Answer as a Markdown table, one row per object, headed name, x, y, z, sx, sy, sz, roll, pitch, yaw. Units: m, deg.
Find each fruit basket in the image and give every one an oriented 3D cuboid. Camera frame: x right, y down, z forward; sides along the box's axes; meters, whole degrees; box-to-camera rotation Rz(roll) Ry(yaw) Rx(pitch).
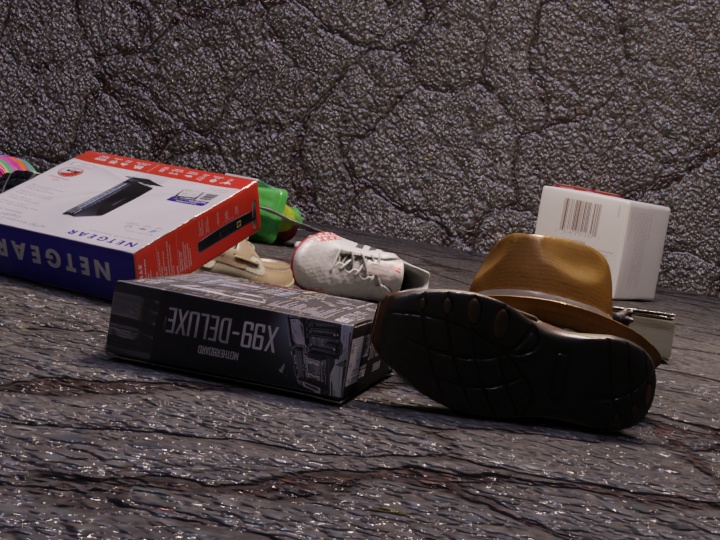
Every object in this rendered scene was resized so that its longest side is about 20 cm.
| name | x | y | z | sx | sy | sz | roll | pitch | yaw |
| --- | --- | --- | --- | --- | --- | --- | --- | --- | --- |
| fruit basket | -0.152 | -0.093 | 2.513 | 0.184 | 0.095 | 0.199 | 13 | 1 | 38 |

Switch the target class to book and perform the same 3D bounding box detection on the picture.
| name | x | y | z | sx | sy | sz | roll | pitch | yaw |
| --- | --- | --- | --- | --- | --- | --- | --- | --- | --- |
| book | 0.229 | 0.056 | 1.671 | 0.197 | 0.049 | 0.134 | 8 | 0 | 5 |

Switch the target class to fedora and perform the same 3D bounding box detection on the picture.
| name | x | y | z | sx | sy | sz | roll | pitch | yaw |
| --- | --- | --- | --- | --- | --- | --- | --- | --- | --- |
| fedora | 0.134 | 0.025 | 1.161 | 0.198 | 0.083 | 0.201 | 8 | -16 | 2 |

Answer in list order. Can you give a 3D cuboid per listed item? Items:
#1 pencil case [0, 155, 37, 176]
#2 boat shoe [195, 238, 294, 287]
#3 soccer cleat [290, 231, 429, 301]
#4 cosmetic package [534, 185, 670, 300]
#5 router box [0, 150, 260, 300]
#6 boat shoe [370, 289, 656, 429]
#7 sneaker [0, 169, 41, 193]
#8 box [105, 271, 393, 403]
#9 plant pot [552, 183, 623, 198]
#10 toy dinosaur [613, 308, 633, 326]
| name | x | y | z | sx | sy | sz | roll | pitch | yaw |
| --- | --- | --- | --- | --- | --- | --- | --- | --- | --- |
| pencil case | -0.435 | -0.093 | 1.866 | 0.087 | 0.090 | 0.200 | 10 | 6 | -1 |
| boat shoe | -0.128 | -0.011 | 1.513 | 0.071 | 0.066 | 0.199 | 12 | 4 | 35 |
| soccer cleat | 0.000 | 0.000 | 1.702 | 0.084 | 0.070 | 0.199 | 7 | -3 | 35 |
| cosmetic package | 0.409 | -0.045 | 2.675 | 0.166 | 0.169 | 0.199 | 12 | 5 | 32 |
| router box | -0.217 | -0.042 | 1.378 | 0.198 | 0.050 | 0.179 | 11 | 28 | 29 |
| boat shoe | 0.096 | 0.061 | 1.031 | 0.198 | 0.077 | 0.074 | 18 | -1 | -19 |
| sneaker | -0.309 | -0.048 | 1.692 | 0.197 | 0.079 | 0.086 | 18 | -7 | 9 |
| box | -0.064 | 0.039 | 1.050 | 0.155 | 0.051 | 0.200 | 10 | 4 | 9 |
| plant pot | 0.478 | -0.084 | 3.346 | 0.198 | 0.185 | 0.200 | 12 | 4 | -1 |
| toy dinosaur | 0.167 | 0.047 | 1.352 | 0.101 | 0.078 | 0.200 | 22 | 2 | -26 |
